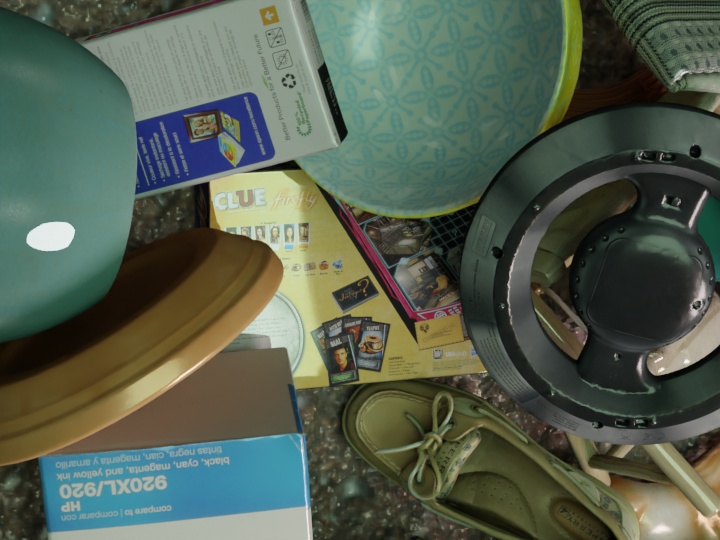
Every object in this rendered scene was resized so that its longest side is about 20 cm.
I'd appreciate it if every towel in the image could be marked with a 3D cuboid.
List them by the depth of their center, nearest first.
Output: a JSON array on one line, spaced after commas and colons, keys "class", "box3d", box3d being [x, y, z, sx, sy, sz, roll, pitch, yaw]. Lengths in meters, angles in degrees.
[{"class": "towel", "box3d": [0.185, -0.177, 1.198, 0.199, 0.193, 0.035, -7, 147, -45]}]

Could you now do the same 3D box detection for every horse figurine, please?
[{"class": "horse figurine", "box3d": [0.180, 0.176, 1.348, 0.199, 0.050, 0.133, -2, 107, -22]}]

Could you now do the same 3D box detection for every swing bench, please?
[{"class": "swing bench", "box3d": [0.188, 0.005, 1.263, 0.199, 0.130, 0.200, -42, 110, -20]}]

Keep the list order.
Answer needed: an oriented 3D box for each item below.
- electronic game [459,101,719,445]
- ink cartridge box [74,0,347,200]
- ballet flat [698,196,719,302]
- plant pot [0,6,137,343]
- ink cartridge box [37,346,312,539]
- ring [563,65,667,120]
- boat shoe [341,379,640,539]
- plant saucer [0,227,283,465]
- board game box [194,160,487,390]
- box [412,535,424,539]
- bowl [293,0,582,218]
[{"class": "electronic game", "box3d": [0.153, 0.005, 1.128, 0.198, 0.042, 0.201, 0, 114, 1]}, {"class": "ink cartridge box", "box3d": [-0.115, -0.094, 1.178, 0.199, 0.037, 0.095, -14, 106, 13]}, {"class": "ballet flat", "box3d": [0.227, -0.009, 1.182, 0.069, 0.069, 0.200, -41, 113, -9]}, {"class": "plant pot", "box3d": [-0.210, -0.049, 1.092, 0.160, 0.200, 0.202, 6, 97, -23]}, {"class": "ink cartridge box", "box3d": [-0.099, 0.165, 1.173, 0.144, 0.147, 0.201, -5, 106, -5]}, {"class": "ring", "box3d": [0.145, -0.177, 1.291, 0.199, 0.019, 0.202, -4, 101, -20]}, {"class": "boat shoe", "box3d": [0.079, 0.122, 1.260, 0.199, 0.063, 0.074, 25, 92, 7]}, {"class": "plant saucer", "box3d": [-0.136, 0.034, 1.129, 0.200, 0.200, 0.038, -33, 105, -12]}, {"class": "board game box", "box3d": [0.000, 0.000, 1.261, 0.199, 0.035, 0.137, -3, 100, -19]}, {"class": "box", "box3d": [0.027, 0.222, 1.218, 0.048, 0.200, 0.117, 43, 83, -7]}, {"class": "bowl", "box3d": [0.050, -0.132, 1.204, 0.107, 0.199, 0.202, -7, 105, -61]}]
